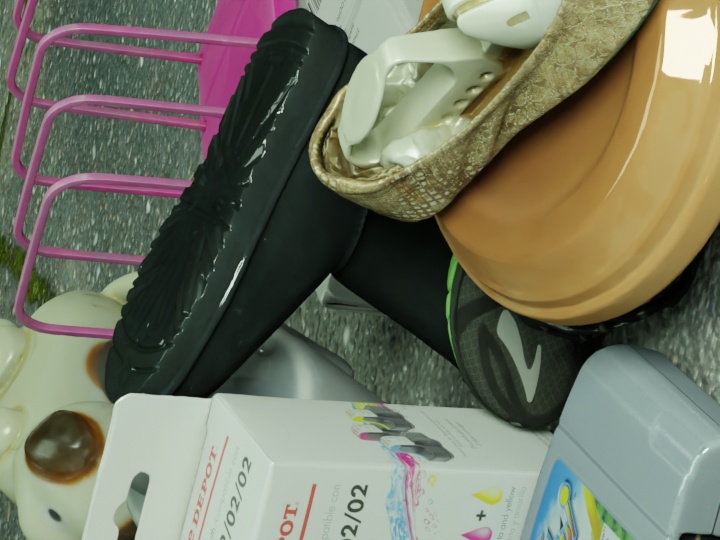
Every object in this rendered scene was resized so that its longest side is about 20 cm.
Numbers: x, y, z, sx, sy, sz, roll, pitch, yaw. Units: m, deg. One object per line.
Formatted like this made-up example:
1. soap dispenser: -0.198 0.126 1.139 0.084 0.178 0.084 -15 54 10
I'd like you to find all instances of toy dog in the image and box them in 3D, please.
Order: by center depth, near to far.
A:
1. toy dog: -0.173 0.110 1.785 0.194 0.140 0.200 -38 29 7

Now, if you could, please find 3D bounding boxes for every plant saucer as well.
1. plant saucer: 0.078 -0.080 1.086 0.200 0.037 0.201 -14 72 53

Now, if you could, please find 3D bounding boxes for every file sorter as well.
1. file sorter: -0.107 -0.079 1.406 0.139 0.125 0.201 116 155 -50

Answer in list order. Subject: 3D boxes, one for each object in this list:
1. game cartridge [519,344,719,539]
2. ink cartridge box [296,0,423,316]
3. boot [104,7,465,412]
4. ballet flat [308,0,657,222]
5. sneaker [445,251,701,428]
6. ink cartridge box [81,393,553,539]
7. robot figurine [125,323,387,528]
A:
1. game cartridge: 0.098 0.138 1.121 0.133 0.040 0.201 -128 50 -69
2. ink cartridge box: 0.018 -0.086 1.365 0.200 0.084 0.146 -113 36 -58
3. boot: -0.001 0.000 1.210 0.073 0.162 0.199 14 76 62
4. ballet flat: 0.045 -0.084 1.045 0.200 0.065 0.071 -50 48 38
5. sneaker: 0.090 -0.006 1.145 0.084 0.076 0.200 -106 28 -46
6. ink cartridge box: -0.012 0.119 1.178 0.068 0.199 0.116 43 123 55
7. robot figurine: -0.029 0.100 1.290 0.113 0.200 0.170 -21 48 31
